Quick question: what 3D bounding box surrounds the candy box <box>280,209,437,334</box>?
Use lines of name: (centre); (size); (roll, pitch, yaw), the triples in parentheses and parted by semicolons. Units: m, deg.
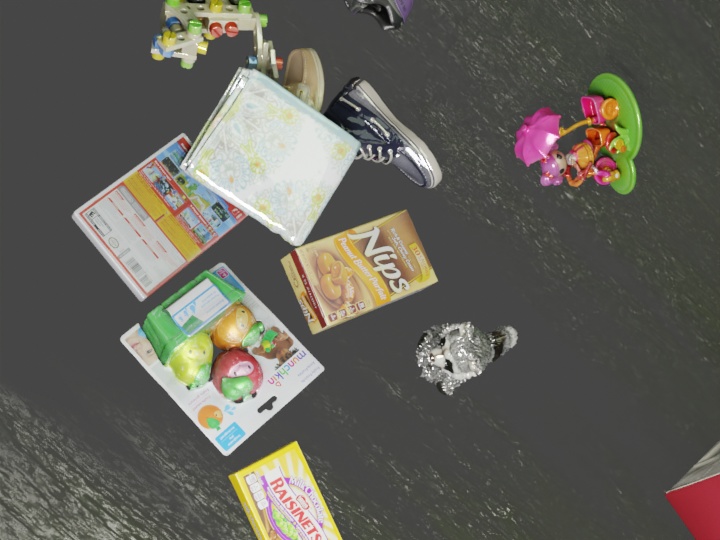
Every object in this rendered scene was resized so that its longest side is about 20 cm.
candy box: (0.000, 0.000, 1.660); (0.199, 0.055, 0.116); (-21, 85, -32)

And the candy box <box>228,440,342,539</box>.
candy box: (-0.083, 0.332, 1.525); (0.102, 0.026, 0.201); (-24, 87, -36)

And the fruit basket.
fruit basket: (-0.171, 0.103, 1.494); (0.200, 0.094, 0.185); (43, 57, 12)

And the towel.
towel: (-0.120, -0.155, 1.598); (0.199, 0.048, 0.172); (33, 86, -14)

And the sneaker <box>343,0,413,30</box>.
sneaker: (-0.006, -0.440, 1.789); (0.199, 0.076, 0.088); (30, 68, -18)

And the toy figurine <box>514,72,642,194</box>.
toy figurine: (0.334, -0.197, 1.891); (0.183, 0.150, 0.201); (-17, 108, -19)

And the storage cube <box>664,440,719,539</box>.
storage cube: (0.611, 0.354, 1.812); (0.171, 0.200, 0.180); (-32, 84, -32)

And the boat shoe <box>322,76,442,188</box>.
boat shoe: (0.024, -0.179, 1.728); (0.200, 0.075, 0.093); (47, 65, 1)

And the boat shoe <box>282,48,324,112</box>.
boat shoe: (-0.098, -0.227, 1.666); (0.069, 0.074, 0.201); (13, 69, -31)

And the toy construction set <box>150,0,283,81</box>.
toy construction set: (-0.195, -0.326, 1.630); (0.199, 0.092, 0.132); (9, 43, -33)

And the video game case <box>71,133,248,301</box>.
video game case: (-0.261, -0.073, 1.560); (0.200, 0.017, 0.143); (-42, 97, -32)

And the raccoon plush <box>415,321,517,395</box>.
raccoon plush: (0.169, 0.095, 1.676); (0.200, 0.134, 0.097); (-32, 90, -33)
